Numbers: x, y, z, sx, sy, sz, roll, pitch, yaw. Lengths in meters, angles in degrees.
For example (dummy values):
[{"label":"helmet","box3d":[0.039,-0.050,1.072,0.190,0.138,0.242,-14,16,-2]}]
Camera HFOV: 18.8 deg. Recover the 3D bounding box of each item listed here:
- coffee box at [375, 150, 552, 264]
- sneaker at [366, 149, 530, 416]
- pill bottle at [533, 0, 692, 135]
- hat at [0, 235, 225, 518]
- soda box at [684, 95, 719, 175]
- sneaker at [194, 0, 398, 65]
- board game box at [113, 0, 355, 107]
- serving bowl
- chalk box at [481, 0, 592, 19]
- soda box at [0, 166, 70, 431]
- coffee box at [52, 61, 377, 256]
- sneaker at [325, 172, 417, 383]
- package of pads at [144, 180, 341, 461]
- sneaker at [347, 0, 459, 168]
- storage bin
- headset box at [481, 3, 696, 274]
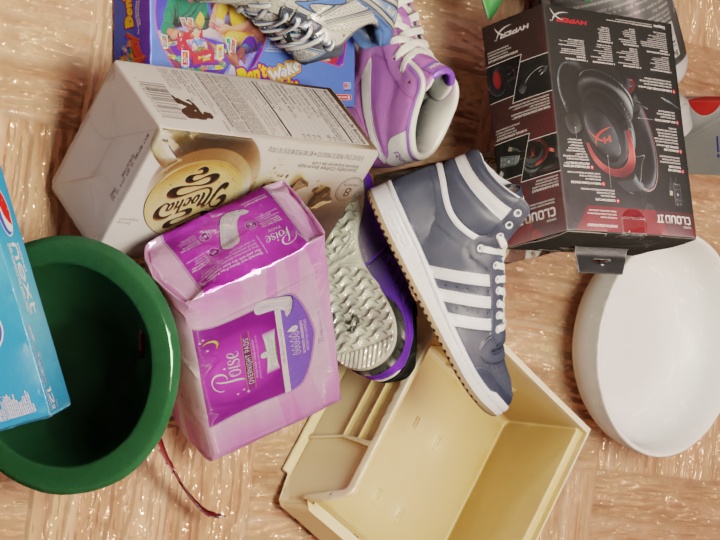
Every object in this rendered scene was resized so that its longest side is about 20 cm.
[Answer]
[{"label":"coffee box","box3d":[0.125,-0.055,1.776,0.200,0.113,0.080,-13,101,-41]},{"label":"sneaker","box3d":[0.095,0.005,1.633,0.108,0.070,0.200,-27,102,3]},{"label":"pill bottle","box3d":[0.213,-0.205,1.847,0.116,0.116,0.201,-33,115,-36]},{"label":"hat","box3d":[-0.183,0.074,1.547,0.176,0.165,0.201,-7,107,-76]},{"label":"soda box","box3d":[0.323,-0.118,1.892,0.063,0.200,0.069,-7,98,-30]},{"label":"sneaker","box3d":[-0.041,-0.192,1.584,0.200,0.077,0.086,-5,100,-42]},{"label":"board game box","box3d":[-0.091,-0.190,1.618,0.200,0.045,0.135,-2,93,-42]},{"label":"serving bowl","box3d":[0.252,0.062,1.928,0.200,0.066,0.201,-6,99,-43]},{"label":"chalk box","box3d":[0.131,-0.296,1.717,0.125,0.124,0.201,66,35,-63]},{"label":"soda box","box3d":[-0.253,0.006,1.425,0.068,0.064,0.201,-32,107,-85]},{"label":"coffee box","box3d":[-0.102,-0.074,1.550,0.200,0.080,0.113,4,129,-43]},{"label":"sneaker","box3d":[0.000,0.000,1.674,0.099,0.069,0.201,37,36,-57]},{"label":"package of pads","box3d":[-0.083,0.041,1.547,0.120,0.076,0.200,-26,143,-17]},{"label":"sneaker","box3d":[0.035,-0.181,1.689,0.072,0.114,0.201,-3,93,-41]},{"label":"storage bin","box3d":[0.058,0.153,1.739,0.200,0.094,0.199,44,63,-35]},{"label":"headset box","box3d":[0.181,-0.097,1.701,0.148,0.075,0.201,2,78,-40]}]
